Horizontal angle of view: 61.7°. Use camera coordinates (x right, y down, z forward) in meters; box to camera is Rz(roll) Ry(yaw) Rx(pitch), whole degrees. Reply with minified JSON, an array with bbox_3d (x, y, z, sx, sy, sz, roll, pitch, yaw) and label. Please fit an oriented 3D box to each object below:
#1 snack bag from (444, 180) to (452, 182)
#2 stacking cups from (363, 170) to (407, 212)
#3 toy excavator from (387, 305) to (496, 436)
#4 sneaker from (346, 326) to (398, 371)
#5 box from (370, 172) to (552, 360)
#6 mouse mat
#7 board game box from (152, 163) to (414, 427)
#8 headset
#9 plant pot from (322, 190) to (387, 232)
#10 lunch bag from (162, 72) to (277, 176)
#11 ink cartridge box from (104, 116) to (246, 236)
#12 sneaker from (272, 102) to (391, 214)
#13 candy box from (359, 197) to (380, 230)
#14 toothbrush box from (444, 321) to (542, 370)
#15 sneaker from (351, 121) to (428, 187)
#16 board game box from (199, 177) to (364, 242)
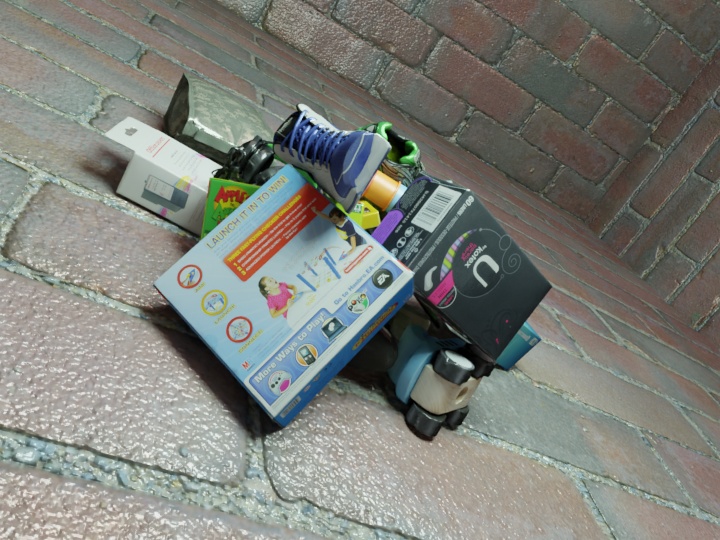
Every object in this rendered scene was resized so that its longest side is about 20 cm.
[{"bbox_3d":[0.109,-0.073,1.094,0.021,0.203,0.188,22,15,28],"label":"snack bag"},{"bbox_3d":[0.062,-0.097,0.898,0.198,0.061,0.061,31,22,-3],"label":"stacking cups"},{"bbox_3d":[0.084,0.110,0.826,0.199,0.101,0.193,37,19,31],"label":"toy excavator"},{"bbox_3d":[-0.056,0.087,0.706,0.198,0.076,0.116,24,27,4],"label":"sneaker"},{"bbox_3d":[0.121,-0.004,0.735,0.200,0.123,0.106,40,-2,-33],"label":"box"},{"bbox_3d":[0.065,0.007,0.886,0.162,0.007,0.200,54,5,0],"label":"mouse mat"},{"bbox_3d":[-0.079,0.020,0.637,0.196,0.200,0.056,42,-14,20],"label":"board game box"},{"bbox_3d":[-0.129,-0.145,0.859,0.124,0.094,0.199,49,33,14],"label":"headset"},{"bbox_3d":[0.008,-0.142,1.051,0.186,0.188,0.200,39,12,13],"label":"plant pot"},{"bbox_3d":[-0.239,-0.231,1.026,0.162,0.118,0.201,21,20,-31],"label":"lunch bag"},{"bbox_3d":[-0.259,-0.126,0.845,0.198,0.068,0.118,29,22,-15],"label":"ink cartridge box"},{"bbox_3d":[-0.043,-0.128,0.670,0.114,0.081,0.199,32,0,-12],"label":"sneaker"},{"bbox_3d":[-0.079,-0.063,0.853,0.197,0.027,0.102,-13,19,-10],"label":"candy box"},{"bbox_3d":[0.196,0.062,1.020,0.199,0.085,0.147,35,15,-43],"label":"toothbrush box"},{"bbox_3d":[0.068,-0.148,0.926,0.199,0.085,0.079,36,62,-32],"label":"sneaker"},{"bbox_3d":[-0.100,-0.048,0.773,0.197,0.103,0.048,9,-6,-8],"label":"board game box"}]
